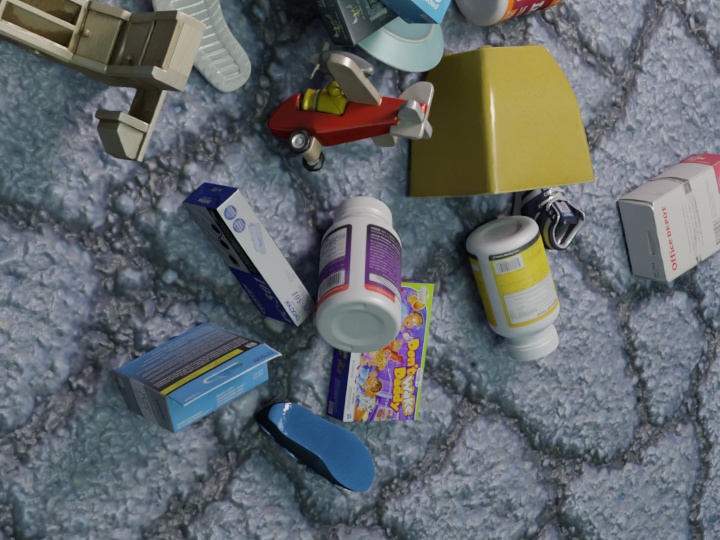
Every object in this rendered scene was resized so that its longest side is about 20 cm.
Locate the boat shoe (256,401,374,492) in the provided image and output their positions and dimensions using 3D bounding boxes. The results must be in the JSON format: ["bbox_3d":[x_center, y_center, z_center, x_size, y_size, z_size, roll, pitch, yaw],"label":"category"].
[{"bbox_3d":[-0.060,0.237,1.780,0.200,0.068,0.084,46,59,-26],"label":"boat shoe"}]

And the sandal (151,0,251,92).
[{"bbox_3d":[-0.206,-0.306,1.593,0.082,0.050,0.203,-34,130,-10],"label":"sandal"}]

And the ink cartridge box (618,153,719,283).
[{"bbox_3d":[0.531,-0.089,2.126,0.199,0.083,0.148,-28,113,-29],"label":"ink cartridge box"}]

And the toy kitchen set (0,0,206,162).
[{"bbox_3d":[-0.311,-0.231,1.433,0.180,0.199,0.165,21,86,-36],"label":"toy kitchen set"}]

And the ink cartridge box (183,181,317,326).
[{"bbox_3d":[-0.141,-0.020,1.656,0.044,0.094,0.201,-44,120,-20],"label":"ink cartridge box"}]

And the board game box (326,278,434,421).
[{"bbox_3d":[0.029,0.112,1.830,0.134,0.045,0.202,3,96,-35],"label":"board game box"}]

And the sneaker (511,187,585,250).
[{"bbox_3d":[0.281,-0.126,1.927,0.070,0.108,0.202,-8,103,-34],"label":"sneaker"}]

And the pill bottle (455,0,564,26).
[{"bbox_3d":[0.238,-0.427,1.841,0.199,0.113,0.114,-22,110,-30],"label":"pill bottle"}]

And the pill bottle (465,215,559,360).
[{"bbox_3d":[0.234,0.029,1.920,0.112,0.112,0.201,-30,115,-27],"label":"pill bottle"}]

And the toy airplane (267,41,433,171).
[{"bbox_3d":[0.000,-0.221,1.666,0.198,0.200,0.142,6,66,-29],"label":"toy airplane"}]

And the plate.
[{"bbox_3d":[0.037,-0.349,1.693,0.199,0.026,0.201,23,47,-27],"label":"plate"}]

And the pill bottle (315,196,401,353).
[{"bbox_3d":[0.000,0.000,1.701,0.111,0.111,0.201,40,36,-33],"label":"pill bottle"}]

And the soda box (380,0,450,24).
[{"bbox_3d":[0.026,-0.375,1.531,0.199,0.064,0.068,33,79,-38],"label":"soda box"}]

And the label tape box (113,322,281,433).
[{"bbox_3d":[-0.196,0.136,1.580,0.143,0.199,0.067,-28,114,-28],"label":"label tape box"}]

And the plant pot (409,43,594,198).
[{"bbox_3d":[0.190,-0.212,1.804,0.193,0.195,0.202,-9,97,-34],"label":"plant pot"}]

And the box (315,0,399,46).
[{"bbox_3d":[-0.001,-0.401,1.578,0.157,0.051,0.201,-38,119,-27],"label":"box"}]
